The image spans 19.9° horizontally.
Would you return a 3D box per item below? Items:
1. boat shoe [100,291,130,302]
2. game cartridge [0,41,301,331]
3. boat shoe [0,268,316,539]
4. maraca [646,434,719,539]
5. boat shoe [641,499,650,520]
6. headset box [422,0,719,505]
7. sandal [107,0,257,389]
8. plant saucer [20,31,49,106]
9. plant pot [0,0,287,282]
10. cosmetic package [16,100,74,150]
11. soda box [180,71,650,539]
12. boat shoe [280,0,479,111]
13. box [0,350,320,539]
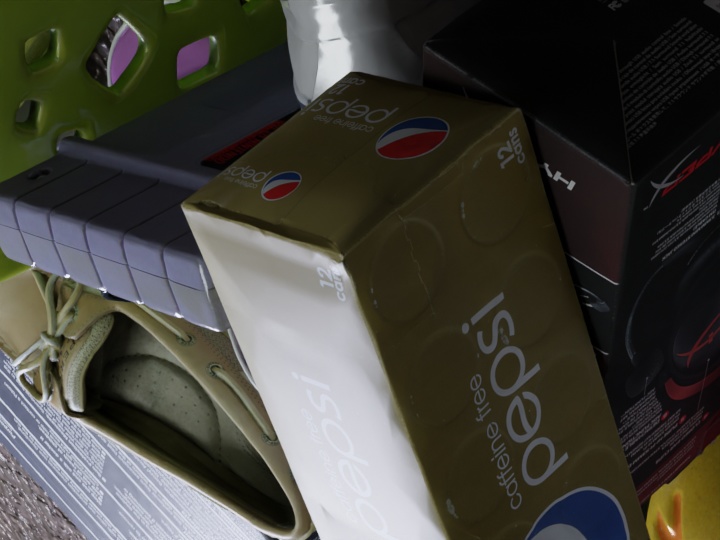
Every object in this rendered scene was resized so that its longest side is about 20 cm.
[{"bbox_3d":[0.000,0.000,0.728,0.075,0.199,0.066,115,147,-76],"label":"boat shoe"},{"bbox_3d":[-0.008,-0.048,0.673,0.129,0.200,0.038,11,124,50],"label":"game cartridge"},{"bbox_3d":[-0.089,0.045,0.850,0.200,0.063,0.073,33,118,15],"label":"boat shoe"},{"bbox_3d":[0.157,0.117,0.725,0.137,0.107,0.200,40,151,24],"label":"maraca"},{"bbox_3d":[0.112,0.137,0.857,0.200,0.075,0.068,53,147,-6],"label":"boat shoe"},{"bbox_3d":[0.091,-0.017,0.616,0.075,0.149,0.200,36,150,26],"label":"headset box"},{"bbox_3d":[-0.055,-0.037,0.810,0.082,0.050,0.203,-46,57,22],"label":"sandal"},{"bbox_3d":[-0.228,-0.134,0.983,0.200,0.048,0.200,45,113,10],"label":"plant saucer"},{"bbox_3d":[-0.126,-0.150,0.741,0.200,0.199,0.182,36,143,26],"label":"plant pot"},{"bbox_3d":[-0.229,-0.109,1.076,0.200,0.074,0.102,43,152,9],"label":"cosmetic package"},{"bbox_3d":[0.025,0.049,0.559,0.064,0.068,0.200,18,138,45],"label":"soda box"},{"bbox_3d":[0.010,-0.097,0.646,0.200,0.073,0.067,-96,-9,-65],"label":"boat shoe"},{"bbox_3d":[-0.080,0.066,1.007,0.200,0.123,0.199,46,151,13],"label":"box"}]
